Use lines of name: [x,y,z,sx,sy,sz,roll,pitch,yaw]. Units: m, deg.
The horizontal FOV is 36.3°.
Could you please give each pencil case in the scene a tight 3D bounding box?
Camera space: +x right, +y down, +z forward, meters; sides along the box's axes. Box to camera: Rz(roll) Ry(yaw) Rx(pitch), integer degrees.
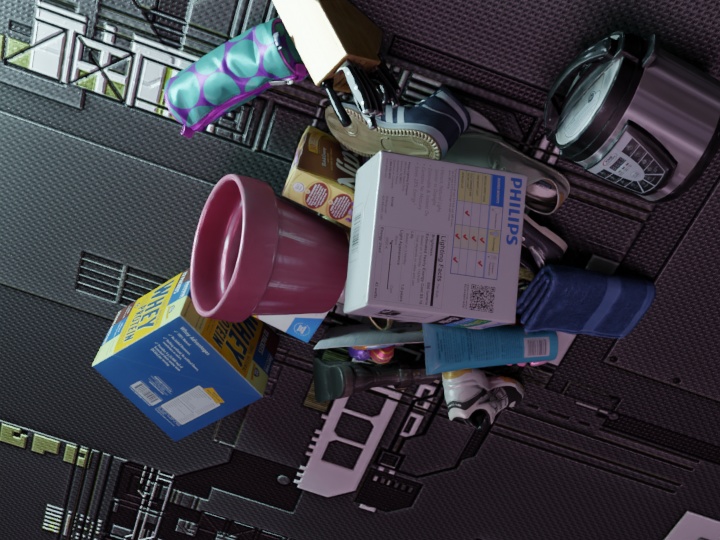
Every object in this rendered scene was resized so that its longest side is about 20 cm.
pencil case: [-0.162,-0.256,1.456,0.199,0.093,0.085,-23,158,26]

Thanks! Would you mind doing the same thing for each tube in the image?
tube: [0.190,0.110,1.610,0.198,0.078,0.050,-1,157,-11]

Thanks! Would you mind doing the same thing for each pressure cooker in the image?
pressure cooker: [0.333,-0.197,1.369,0.199,0.179,0.177,26,97,-11]

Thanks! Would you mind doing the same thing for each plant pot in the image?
plant pot: [-0.120,-0.018,1.529,0.178,0.201,0.200,12,132,-26]

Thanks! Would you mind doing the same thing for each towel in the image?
towel: [0.330,0.048,1.594,0.199,0.049,0.112,8,131,-26]

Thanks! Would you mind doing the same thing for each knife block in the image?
knife block: [-0.035,-0.271,1.369,0.200,0.176,0.064,39,123,-20]

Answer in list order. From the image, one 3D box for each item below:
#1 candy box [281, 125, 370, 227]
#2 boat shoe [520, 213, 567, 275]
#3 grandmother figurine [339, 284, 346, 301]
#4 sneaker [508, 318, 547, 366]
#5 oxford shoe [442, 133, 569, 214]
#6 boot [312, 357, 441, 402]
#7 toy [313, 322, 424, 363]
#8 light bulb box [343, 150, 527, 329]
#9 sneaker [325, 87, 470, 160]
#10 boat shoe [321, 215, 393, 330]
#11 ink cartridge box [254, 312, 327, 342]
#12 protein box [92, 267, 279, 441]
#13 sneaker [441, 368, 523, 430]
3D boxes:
candy box: [-0.002,-0.112,1.524,0.199,0.117,0.057,23,127,-9]
boat shoe: [0.203,-0.056,1.552,0.199,0.063,0.073,30,171,-18]
grandmother figurine: [0.043,0.003,1.568,0.199,0.121,0.061,-14,81,27]
sneaker: [0.199,0.100,1.697,0.198,0.079,0.096,-6,105,13]
oxford shoe: [0.196,-0.133,1.514,0.199,0.058,0.075,21,131,-5]
boot: [0.022,0.171,1.755,0.173,0.200,0.070,-4,91,-21]
toy: [0.039,0.114,1.690,0.198,0.115,0.048,-8,100,13]
light bulb box: [0.095,-0.034,1.416,0.198,0.200,0.125,8,172,-14]
sneaker: [0.054,-0.204,1.483,0.199,0.108,0.070,20,139,34]
boat shoe: [-0.002,0.001,1.646,0.073,0.063,0.201,-16,123,21]
ink cartridge box: [-0.139,0.013,1.676,0.199,0.067,0.116,26,127,-10]
protein box: [-0.274,0.132,1.747,0.199,0.135,0.199,-29,118,28]
sneaker: [0.189,0.207,1.714,0.075,0.088,0.199,-13,161,37]
